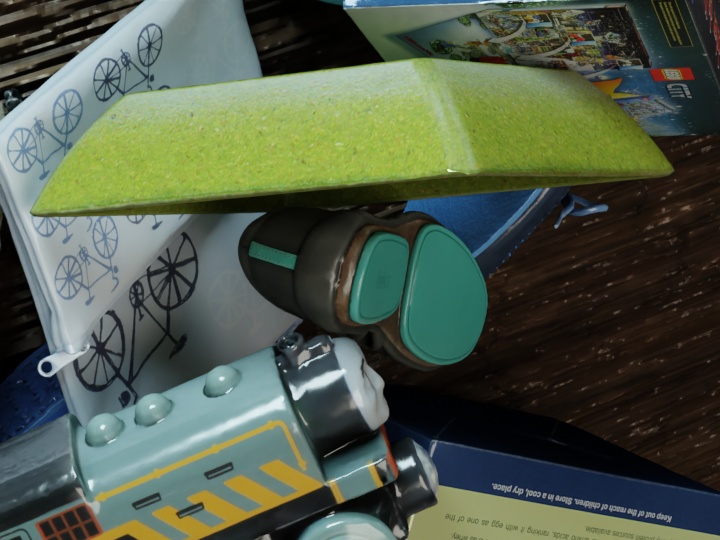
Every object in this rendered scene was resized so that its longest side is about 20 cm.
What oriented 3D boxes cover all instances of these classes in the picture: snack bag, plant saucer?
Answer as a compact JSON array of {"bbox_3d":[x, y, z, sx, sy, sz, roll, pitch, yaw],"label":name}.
[{"bbox_3d":[-0.084,-0.016,1.066,0.189,0.021,0.200,-48,134,-46],"label":"snack bag"},{"bbox_3d":[0.000,-0.053,0.991,0.200,0.199,0.048,-3,89,-60],"label":"plant saucer"}]

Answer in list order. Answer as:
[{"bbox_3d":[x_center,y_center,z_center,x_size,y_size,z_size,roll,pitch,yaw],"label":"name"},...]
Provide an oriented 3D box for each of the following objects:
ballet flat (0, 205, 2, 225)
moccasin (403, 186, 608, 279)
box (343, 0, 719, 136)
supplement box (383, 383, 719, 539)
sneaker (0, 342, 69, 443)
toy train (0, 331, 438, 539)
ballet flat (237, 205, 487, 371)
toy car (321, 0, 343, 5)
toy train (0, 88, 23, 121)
[{"bbox_3d":[-0.195,0.012,1.049,0.069,0.069,0.200,23,100,-35],"label":"ballet flat"},{"bbox_3d":[0.100,-0.066,1.174,0.200,0.080,0.068,-50,140,2],"label":"moccasin"},{"bbox_3d":[0.083,-0.100,1.038,0.200,0.136,0.038,42,49,-71],"label":"box"},{"bbox_3d":[0.038,0.169,1.152,0.200,0.134,0.200,13,95,-38],"label":"supplement box"},{"bbox_3d":[-0.172,0.116,1.089,0.200,0.070,0.078,-37,123,-1],"label":"sneaker"},{"bbox_3d":[-0.070,0.100,1.006,0.200,0.085,0.114,-23,118,4],"label":"toy train"},{"bbox_3d":[0.000,0.000,1.069,0.200,0.068,0.068,29,76,-70],"label":"ballet flat"},{"bbox_3d":[0.071,-0.182,1.033,0.177,0.200,0.185,8,106,-33],"label":"toy car"},{"bbox_3d":[-0.126,0.006,1.101,0.046,0.034,0.200,-21,122,1],"label":"toy train"}]
